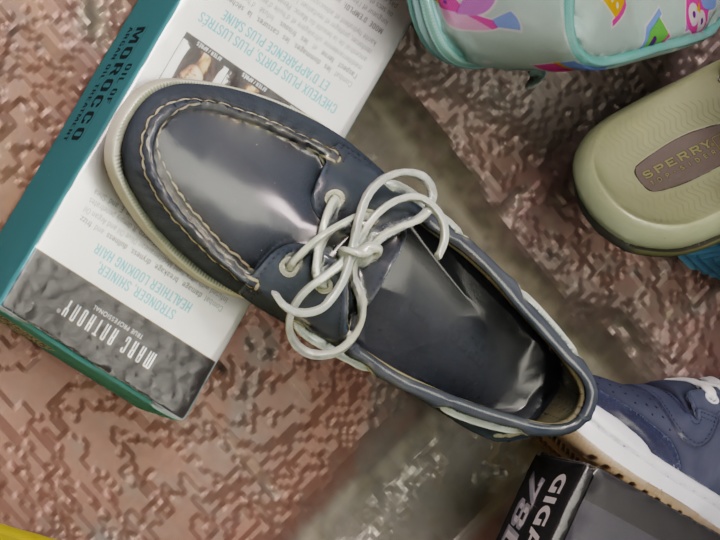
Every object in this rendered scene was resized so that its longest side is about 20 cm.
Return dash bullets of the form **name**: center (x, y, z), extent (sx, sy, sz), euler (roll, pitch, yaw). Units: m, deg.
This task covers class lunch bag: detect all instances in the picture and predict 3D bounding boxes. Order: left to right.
- **lunch bag**: center (0.072, -0.167, 1.029), extent (0.160, 0.077, 0.201), euler (-21, 108, -62)

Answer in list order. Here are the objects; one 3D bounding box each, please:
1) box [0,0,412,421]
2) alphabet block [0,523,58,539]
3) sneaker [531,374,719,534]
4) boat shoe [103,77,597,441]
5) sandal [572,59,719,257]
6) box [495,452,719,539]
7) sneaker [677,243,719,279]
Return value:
- **box**: center (-0.054, -0.053, 1.026), extent (0.082, 0.049, 0.200), euler (34, 80, -21)
- **alphabet block**: center (-0.123, 0.191, 0.937), extent (0.196, 0.195, 0.201), euler (19, 87, -25)
- **sneaker**: center (0.157, 0.055, 1.110), extent (0.200, 0.070, 0.109), euler (28, 87, -29)
- **boat shoe**: center (0.000, 0.000, 0.994), extent (0.200, 0.062, 0.075), euler (39, 81, -23)
- **sandal**: center (0.168, -0.072, 1.068), extent (0.201, 0.057, 0.080), euler (-33, 63, -23)
- **box**: center (0.109, 0.199, 1.054), extent (0.200, 0.050, 0.199), euler (30, 79, -23)
- **sneaker**: center (0.205, -0.045, 1.132), extent (0.199, 0.077, 0.081), euler (-9, 74, -18)
